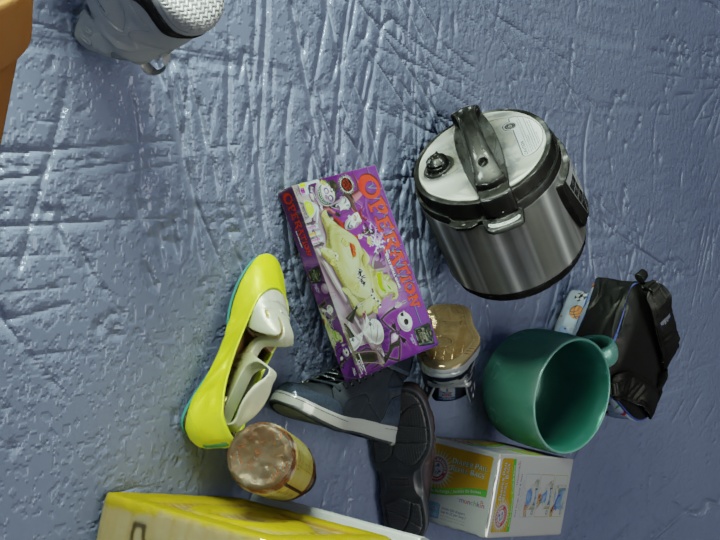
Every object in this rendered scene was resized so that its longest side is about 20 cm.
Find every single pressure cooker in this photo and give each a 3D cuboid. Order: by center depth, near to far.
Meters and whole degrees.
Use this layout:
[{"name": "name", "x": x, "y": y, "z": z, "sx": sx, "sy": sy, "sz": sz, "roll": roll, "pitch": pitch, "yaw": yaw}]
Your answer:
[{"name": "pressure cooker", "x": 0.155, "y": -0.085, "z": 1.377, "sx": 0.179, "sy": 0.176, "sz": 0.200, "roll": -49, "pitch": 133, "yaw": -25}]

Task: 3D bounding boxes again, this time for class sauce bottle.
[{"name": "sauce bottle", "x": -0.077, "y": 0.186, "z": 1.140, "sx": 0.200, "sy": 0.066, "sz": 0.066, "roll": 73, "pitch": 33, "yaw": -73}]

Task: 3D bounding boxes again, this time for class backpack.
[{"name": "backpack", "x": 0.362, "y": 0.123, "z": 1.728, "sx": 0.190, "sy": 0.154, "sz": 0.200, "roll": 44, "pitch": 66, "yaw": -39}]

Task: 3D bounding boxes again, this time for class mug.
[{"name": "mug", "x": 0.243, "y": 0.152, "z": 1.574, "sx": 0.185, "sy": 0.114, "sz": 0.152, "roll": 7, "pitch": 92, "yaw": -42}]

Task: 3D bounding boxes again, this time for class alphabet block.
[{"name": "alphabet block", "x": -0.113, "y": 0.310, "z": 1.047, "sx": 0.195, "sy": 0.196, "sz": 0.200, "roll": 17, "pitch": 82, "yaw": -56}]

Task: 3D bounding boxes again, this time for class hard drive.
[{"name": "hard drive", "x": 0.001, "y": 0.268, "z": 1.195, "sx": 0.132, "sy": 0.200, "sz": 0.027, "roll": 42, "pitch": 62, "yaw": -49}]

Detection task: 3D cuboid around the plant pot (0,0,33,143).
[{"name": "plant pot", "x": -0.298, "y": -0.116, "z": 0.733, "sx": 0.200, "sy": 0.200, "sz": 0.140, "roll": -34, "pitch": 140, "yaw": -47}]

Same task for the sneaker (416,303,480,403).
[{"name": "sneaker", "x": 0.100, "y": 0.116, "z": 1.375, "sx": 0.200, "sy": 0.070, "sz": 0.109, "roll": -69, "pitch": 161, "yaw": -73}]

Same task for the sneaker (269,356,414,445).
[{"name": "sneaker", "x": -0.012, "y": 0.095, "z": 1.248, "sx": 0.202, "sy": 0.077, "sz": 0.147, "roll": 24, "pitch": 80, "yaw": -57}]

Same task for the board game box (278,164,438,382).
[{"name": "board game box", "x": 0.000, "y": 0.000, "z": 1.221, "sx": 0.120, "sy": 0.032, "sz": 0.200, "roll": -19, "pitch": 89, "yaw": -46}]

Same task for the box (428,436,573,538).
[{"name": "box", "x": 0.166, "y": 0.269, "z": 1.506, "sx": 0.200, "sy": 0.112, "sz": 0.102, "roll": 15, "pitch": 85, "yaw": -54}]

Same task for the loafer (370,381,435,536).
[{"name": "loafer", "x": 0.053, "y": 0.212, "z": 1.390, "sx": 0.063, "sy": 0.072, "sz": 0.200, "roll": -54, "pitch": 146, "yaw": -63}]

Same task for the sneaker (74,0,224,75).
[{"name": "sneaker", "x": -0.203, "y": -0.238, "z": 0.933, "sx": 0.200, "sy": 0.115, "sz": 0.075, "roll": 45, "pitch": 52, "yaw": -8}]

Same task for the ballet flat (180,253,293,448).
[{"name": "ballet flat", "x": -0.100, "y": 0.077, "z": 1.135, "sx": 0.067, "sy": 0.067, "sz": 0.200, "roll": 46, "pitch": 59, "yaw": -45}]
